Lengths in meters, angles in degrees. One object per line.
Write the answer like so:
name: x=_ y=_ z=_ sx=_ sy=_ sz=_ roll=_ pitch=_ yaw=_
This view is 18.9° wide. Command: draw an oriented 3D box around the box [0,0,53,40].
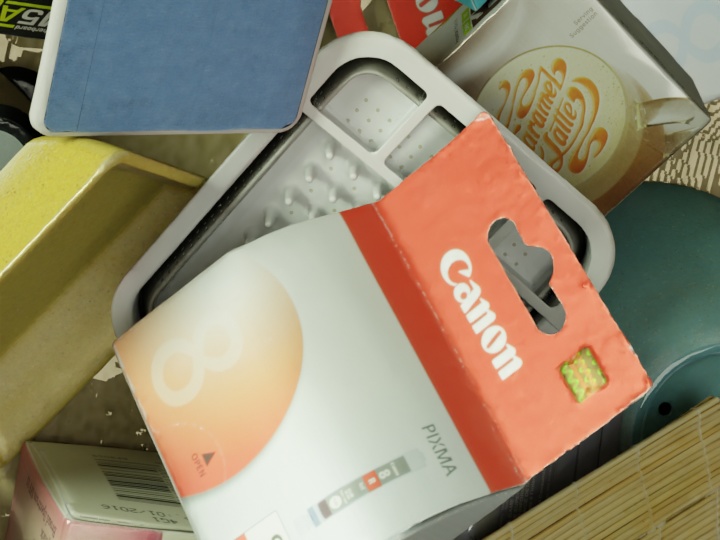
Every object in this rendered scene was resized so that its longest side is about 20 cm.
box: x=-0.159 y=-0.175 z=0.882 sx=0.199 sy=0.193 sz=0.048 roll=2 pitch=59 yaw=-42

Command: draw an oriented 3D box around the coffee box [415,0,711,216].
coffee box: x=0.057 y=-0.055 z=1.054 sx=0.200 sy=0.080 sz=0.114 roll=-42 pitch=105 yaw=15

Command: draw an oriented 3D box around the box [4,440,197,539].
box: x=-0.124 y=0.200 z=1.067 sx=0.108 sy=0.128 sz=0.201 roll=9 pitch=99 yaw=-20

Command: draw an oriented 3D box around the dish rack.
dish rack: x=0.000 y=0.000 z=1.010 sx=0.171 sy=0.044 sz=0.200 roll=39 pitch=106 yaw=-13

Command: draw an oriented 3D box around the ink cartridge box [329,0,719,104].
ink cartridge box: x=0.088 y=-0.138 z=1.083 sx=0.199 sy=0.047 sz=0.161 roll=-22 pitch=106 yaw=-8

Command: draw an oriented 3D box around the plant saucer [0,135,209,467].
plant saucer: x=-0.157 y=0.012 z=1.001 sx=0.200 sy=0.200 sz=0.048 roll=-46 pitch=77 yaw=7

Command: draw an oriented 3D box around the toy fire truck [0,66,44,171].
toy fire truck: x=-0.262 y=-0.047 z=1.006 sx=0.200 sy=0.129 sz=0.176 roll=-41 pitch=107 yaw=12

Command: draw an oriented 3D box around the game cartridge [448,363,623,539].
game cartridge: x=0.069 y=0.137 z=0.991 sx=0.129 sy=0.038 sz=0.201 roll=-2 pitch=102 yaw=-50

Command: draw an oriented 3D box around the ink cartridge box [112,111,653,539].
ink cartridge box: x=0.003 y=0.043 z=0.925 sx=0.200 sy=0.163 sz=0.050 roll=-39 pitch=148 yaw=17

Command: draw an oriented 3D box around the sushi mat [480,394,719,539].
sushi mat: x=0.101 y=0.136 z=0.972 sx=0.199 sy=0.012 sz=0.096 roll=-26 pitch=117 yaw=-35

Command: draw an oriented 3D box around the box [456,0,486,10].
box: x=0.086 y=-0.222 z=1.022 sx=0.200 sy=0.082 sz=0.049 roll=-47 pitch=146 yaw=-12

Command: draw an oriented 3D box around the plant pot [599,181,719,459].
plant pot: x=0.161 y=0.065 z=1.097 sx=0.199 sy=0.135 sz=0.201 roll=-2 pitch=103 yaw=-11

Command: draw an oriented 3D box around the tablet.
tablet: x=-0.060 y=-0.144 z=0.884 sx=0.129 sy=0.014 sz=0.201 roll=-3 pitch=126 yaw=-31
